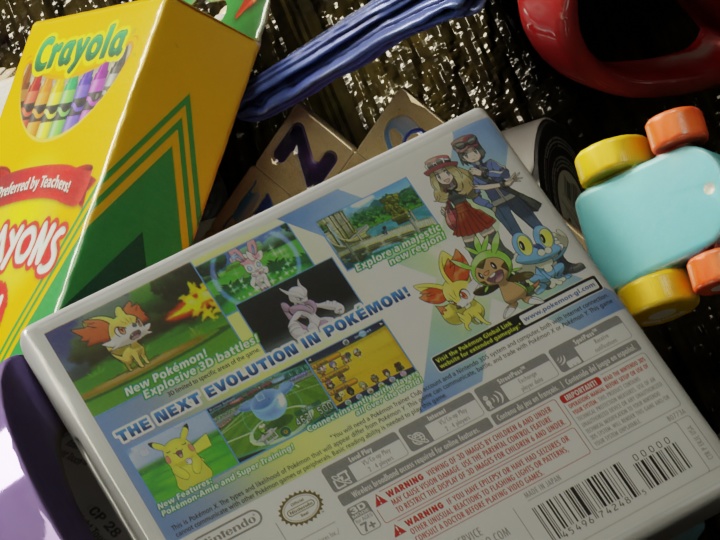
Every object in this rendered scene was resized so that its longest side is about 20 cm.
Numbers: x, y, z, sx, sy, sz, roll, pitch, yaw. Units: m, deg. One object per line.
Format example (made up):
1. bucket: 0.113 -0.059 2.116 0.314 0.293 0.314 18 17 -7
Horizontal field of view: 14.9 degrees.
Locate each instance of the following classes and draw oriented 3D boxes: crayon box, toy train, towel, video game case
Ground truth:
1. crayon box: -0.111 -0.038 1.139 0.127 0.051 0.201 -4 65 58
2. toy train: 0.113 0.042 1.035 0.150 0.056 0.201 34 102 30
3. towel: 0.045 -0.125 1.152 0.144 0.024 0.200 -27 8 42
4. video game case: 0.007 0.052 0.985 0.199 0.022 0.183 -26 64 -16

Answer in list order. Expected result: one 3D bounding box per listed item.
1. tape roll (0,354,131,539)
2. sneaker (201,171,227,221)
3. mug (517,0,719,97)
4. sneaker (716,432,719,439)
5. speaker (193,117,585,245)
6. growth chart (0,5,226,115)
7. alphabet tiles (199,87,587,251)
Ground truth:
1. tape roll: -0.098 0.135 0.995 0.085 0.200 0.200 -38 51 7
2. sneaker: -0.153 0.010 1.255 0.199 0.114 0.076 -38 86 -25
3. mug: 0.140 -0.151 1.096 0.177 0.200 0.134 -34 52 10
4. sneaker: 0.229 0.055 1.013 0.199 0.074 0.081 10 66 32
5. speaker: 0.000 0.000 1.169 0.199 0.081 0.082 -16 57 22
6. growth chart: -0.147 -0.083 1.298 0.199 0.018 0.145 -15 19 24
7. alphabet tiles: 0.020 0.031 1.117 0.200 0.006 0.167 40 106 15
